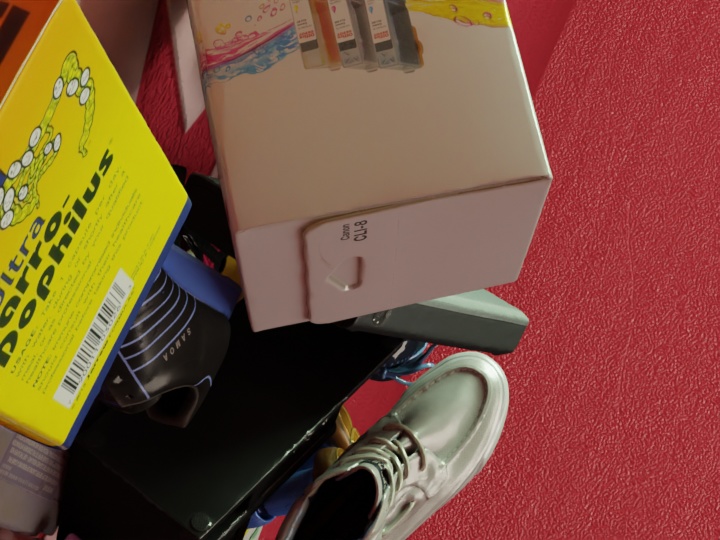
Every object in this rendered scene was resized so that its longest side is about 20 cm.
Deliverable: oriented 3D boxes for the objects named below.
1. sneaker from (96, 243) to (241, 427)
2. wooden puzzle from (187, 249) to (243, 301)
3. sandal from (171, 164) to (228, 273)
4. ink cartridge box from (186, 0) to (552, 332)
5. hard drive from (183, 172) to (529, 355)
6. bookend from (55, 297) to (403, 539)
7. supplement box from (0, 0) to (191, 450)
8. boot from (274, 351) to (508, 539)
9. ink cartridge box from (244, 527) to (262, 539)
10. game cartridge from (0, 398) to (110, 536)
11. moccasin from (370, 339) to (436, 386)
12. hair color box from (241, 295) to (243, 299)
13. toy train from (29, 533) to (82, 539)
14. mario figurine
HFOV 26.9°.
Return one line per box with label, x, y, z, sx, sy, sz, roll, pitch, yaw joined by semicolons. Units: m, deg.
sneaker;-0.119;0.019;0.686;0.200;0.070;0.078;32;69;-59
wooden puzzle;-0.083;-0.004;1.090;0.186;0.046;0.200;104;13;-48
sandal;-0.106;0.021;0.922;0.075;0.045;0.200;-80;177;-54
ink cartridge box;-0.005;-0.092;0.730;0.145;0.144;0.201;91;-12;-71
hard drive;0.000;0.000;0.892;0.200;0.139;0.033;14;105;-59
bookend;-0.088;0.131;0.929;0.199;0.092;0.200;-41;161;-42
supplement box;-0.139;-0.024;0.481;0.200;0.109;0.110;78;37;-76
boot;0.021;0.130;0.945;0.200;0.073;0.096;-52;167;-5
ink cartridge box;-0.121;0.178;1.211;0.145;0.084;0.200;-46;158;-67
game cartridge;-0.172;0.072;0.797;0.130;0.038;0.200;-61;171;-13
moccasin;0.024;0.046;1.038;0.200;0.080;0.068;-40;136;-76
hair color box;-0.041;0.029;1.092;0.200;0.061;0.102;-39;147;-78
toy train;-0.217;0.211;0.837;0.150;0.056;0.200;-42;162;-37
mario figurine;-0.102;0.149;1.044;0.200;0.106;0.123;-24;176;12
